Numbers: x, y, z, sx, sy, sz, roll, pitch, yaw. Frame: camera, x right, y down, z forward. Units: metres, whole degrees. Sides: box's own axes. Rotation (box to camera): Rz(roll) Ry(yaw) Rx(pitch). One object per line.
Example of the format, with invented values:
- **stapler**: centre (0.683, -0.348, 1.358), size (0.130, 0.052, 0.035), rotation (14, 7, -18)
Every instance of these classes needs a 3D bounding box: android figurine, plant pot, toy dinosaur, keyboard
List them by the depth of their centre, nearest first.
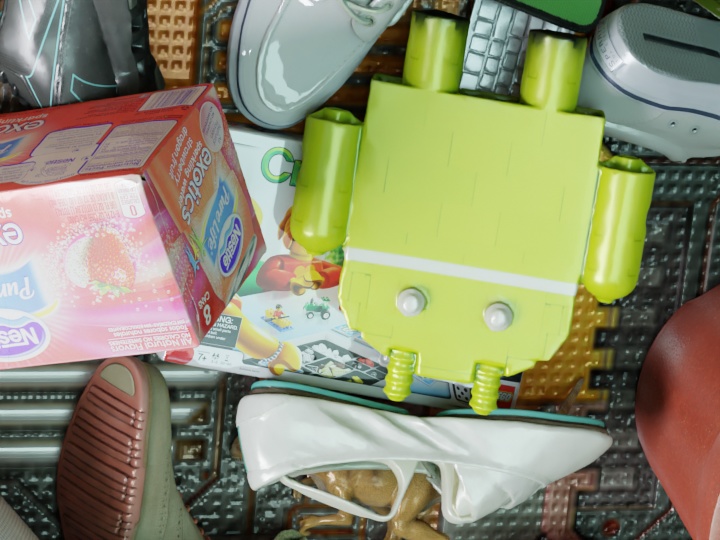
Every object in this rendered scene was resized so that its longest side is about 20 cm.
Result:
- **android figurine**: centre (0.055, -0.028, 1.466), size (0.181, 0.041, 0.201), rotation (11, 99, 1)
- **keyboard**: centre (0.060, -0.041, 1.499), size (0.056, 0.011, 0.201), rotation (13, 96, -18)
- **plant pot**: centre (0.245, 0.100, 1.534), size (0.199, 0.195, 0.202), rotation (-5, 110, -13)
- **toy dinosaur**: centre (0.030, 0.117, 1.558), size (0.199, 0.060, 0.107), rotation (1, 108, -15)

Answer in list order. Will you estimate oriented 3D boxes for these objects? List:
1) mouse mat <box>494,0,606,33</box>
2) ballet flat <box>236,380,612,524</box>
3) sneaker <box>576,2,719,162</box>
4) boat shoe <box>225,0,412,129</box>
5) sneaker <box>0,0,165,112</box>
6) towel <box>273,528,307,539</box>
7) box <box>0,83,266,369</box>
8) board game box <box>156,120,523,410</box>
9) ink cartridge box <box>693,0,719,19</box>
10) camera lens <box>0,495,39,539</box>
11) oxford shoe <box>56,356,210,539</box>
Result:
- **mouse mat**: centre (0.087, -0.232, 1.423), size (0.160, 0.008, 0.201), rotation (17, 87, -38)
- **ballet flat**: centre (0.032, 0.102, 1.510), size (0.199, 0.069, 0.070), rotation (7, 108, -6)
- **sneaker**: centre (0.193, -0.090, 1.529), size (0.199, 0.073, 0.071), rotation (16, 142, -29)
- **boat shoe**: centre (-0.004, -0.157, 1.445), size (0.073, 0.067, 0.201), rotation (24, 102, -21)
- **sneaker**: centre (-0.140, -0.099, 1.440), size (0.079, 0.075, 0.201), rotation (-3, 110, 7)
- **towel**: centre (-0.090, 0.241, 1.542), size (0.036, 0.148, 0.201), rotation (25, 107, 24)
- **box**: centre (-0.160, -0.016, 1.389), size (0.199, 0.103, 0.095), rotation (-7, 115, 23)
- **board game box**: centre (0.000, 0.000, 1.515), size (0.199, 0.035, 0.127), rotation (10, 100, -18)
- **ink cartridge box**: centre (0.275, -0.182, 1.465), size (0.199, 0.148, 0.076), rotation (-16, 112, -9)
- **camera lens**: centre (-0.225, 0.184, 1.445), size (0.160, 0.160, 0.200), rotation (-40, 99, 2)
- **oxford shoe**: centre (-0.116, 0.136, 1.533), size (0.073, 0.071, 0.201), rotation (-8, 116, -35)
